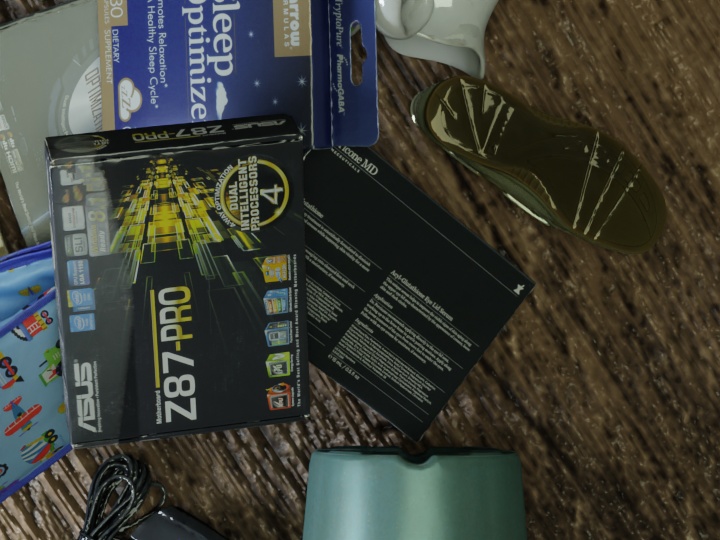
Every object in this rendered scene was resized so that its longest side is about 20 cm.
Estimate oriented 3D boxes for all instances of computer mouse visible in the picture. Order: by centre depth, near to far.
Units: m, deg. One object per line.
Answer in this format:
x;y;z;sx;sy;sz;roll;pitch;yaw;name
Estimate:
-0.120;0.233;1.392;0.199;0.053;0.140;27;91;-8;computer mouse

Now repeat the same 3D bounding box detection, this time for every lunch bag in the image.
-0.214;0.056;1.315;0.199;0.151;0.094;-28;53;-8;lunch bag

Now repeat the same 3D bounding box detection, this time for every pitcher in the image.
0.066;-0.242;1.313;0.120;0.171;0.202;20;94;15;pitcher

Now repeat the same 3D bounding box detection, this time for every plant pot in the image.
0.038;0.222;1.348;0.198;0.200;0.198;2;87;-6;plant pot

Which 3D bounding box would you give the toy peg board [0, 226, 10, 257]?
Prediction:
-0.358;-0.046;1.320;0.198;0.098;0.201;-19;97;-5;toy peg board

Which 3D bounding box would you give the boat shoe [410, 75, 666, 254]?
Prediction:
0.128;-0.076;1.397;0.199;0.063;0.074;25;87;-14;boat shoe

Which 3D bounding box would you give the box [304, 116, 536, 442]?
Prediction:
0.000;0.000;1.348;0.200;0.079;0.142;38;92;-25;box

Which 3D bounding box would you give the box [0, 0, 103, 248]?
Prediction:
-0.174;-0.090;1.362;0.159;0.044;0.202;-18;97;-5;box

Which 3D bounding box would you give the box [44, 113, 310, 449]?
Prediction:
-0.114;0.007;1.243;0.159;0.049;0.202;-5;114;-11;box

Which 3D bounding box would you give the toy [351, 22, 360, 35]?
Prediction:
-0.077;-0.228;1.340;0.200;0.047;0.115;47;61;-11;toy

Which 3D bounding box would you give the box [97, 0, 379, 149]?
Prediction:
-0.083;-0.139;1.279;0.198;0.032;0.123;0;95;26;box
